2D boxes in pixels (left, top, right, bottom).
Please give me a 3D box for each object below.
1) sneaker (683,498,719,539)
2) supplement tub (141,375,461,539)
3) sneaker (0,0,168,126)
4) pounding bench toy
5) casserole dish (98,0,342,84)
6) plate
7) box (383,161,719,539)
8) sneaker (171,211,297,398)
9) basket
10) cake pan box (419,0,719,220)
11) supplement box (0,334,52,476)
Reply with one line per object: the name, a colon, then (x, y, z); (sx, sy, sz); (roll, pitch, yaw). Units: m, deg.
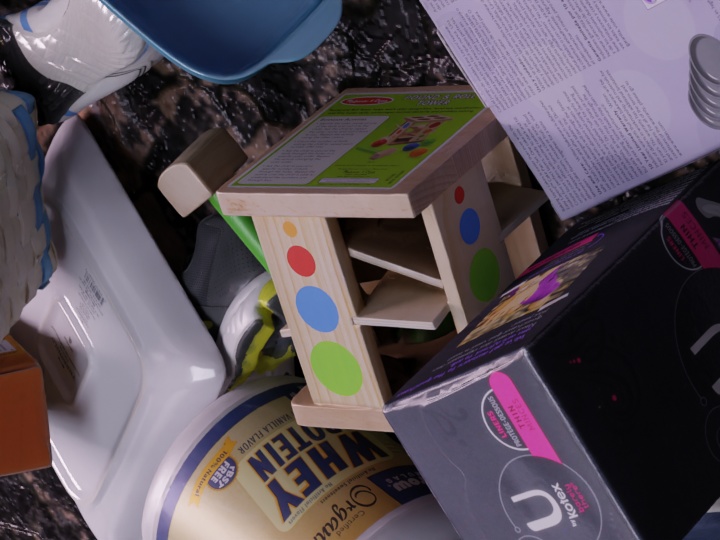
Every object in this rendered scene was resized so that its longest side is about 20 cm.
sneaker: (0.153, 0.172, 1.588); (0.200, 0.075, 0.085); (128, 139, -62)
supplement tub: (-0.008, 0.162, 1.650); (0.200, 0.144, 0.145); (35, 136, 36)
sneaker: (-0.146, -0.131, 1.665); (0.200, 0.072, 0.072); (-18, 98, 58)
pounding bench toy: (0.000, 0.000, 1.590); (0.199, 0.124, 0.157); (2, 119, 37)
casserole dish: (-0.095, -0.175, 1.562); (0.200, 0.121, 0.039); (40, 162, 10)
plate: (-0.161, 0.045, 1.757); (0.200, 0.032, 0.200); (58, 142, 27)
box: (0.126, 0.053, 1.462); (0.106, 0.200, 0.123); (-24, 103, 45)
sneaker: (-0.077, 0.036, 1.726); (0.085, 0.074, 0.200); (62, 145, 22)
basket: (-0.264, -0.011, 1.658); (0.139, 0.200, 0.177); (17, 126, 26)
cake pan box: (0.117, -0.141, 1.458); (0.184, 0.052, 0.200); (-28, 99, 43)
supplement box: (-0.242, 0.063, 1.786); (0.200, 0.068, 0.067); (-144, 46, -65)
